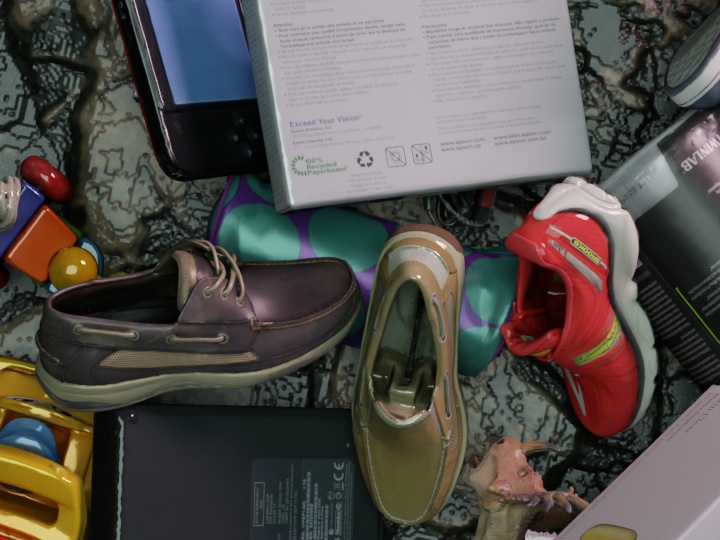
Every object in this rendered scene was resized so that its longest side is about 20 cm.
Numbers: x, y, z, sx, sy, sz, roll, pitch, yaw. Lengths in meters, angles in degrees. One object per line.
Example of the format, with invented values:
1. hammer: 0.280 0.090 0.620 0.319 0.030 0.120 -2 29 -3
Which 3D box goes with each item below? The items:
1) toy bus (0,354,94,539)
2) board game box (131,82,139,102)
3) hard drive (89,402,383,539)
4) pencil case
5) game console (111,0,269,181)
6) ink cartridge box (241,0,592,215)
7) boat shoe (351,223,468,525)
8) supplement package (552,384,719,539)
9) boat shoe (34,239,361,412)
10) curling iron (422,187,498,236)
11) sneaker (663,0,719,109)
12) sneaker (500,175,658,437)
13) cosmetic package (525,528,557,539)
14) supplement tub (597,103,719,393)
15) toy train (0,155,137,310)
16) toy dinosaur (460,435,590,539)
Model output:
1. toy bus: -0.215 0.153 1.666 0.135 0.192 0.200 17 86 1
2. board game box: -0.069 -0.201 1.759 0.135 0.034 0.201 5 87 0
3. hard drive: -0.073 0.152 1.689 0.200 0.033 0.140 4 87 -38
4. pencil case: 0.000 0.000 1.728 0.200 0.085 0.093 17 51 1
5. game console: -0.054 -0.168 1.678 0.119 0.172 0.200 -19 84 35
6. ink cartridge box: 0.030 -0.143 1.668 0.199 0.041 0.201 -7 87 -18
7. boat shoe: 0.025 0.075 1.664 0.071 0.076 0.200 2 118 9
8. supplement package: 0.207 0.191 1.617 0.200 0.111 0.156 -42 111 -20
9. boat shoe: -0.093 0.025 1.629 0.200 0.075 0.073 -16 133 -15
10. curling iron: 0.085 -0.111 1.732 0.050 0.026 0.200 33 65 -23
11. sneaker: 0.272 -0.117 1.697 0.146 0.202 0.077 46 129 -3
12. sneaker: 0.123 0.031 1.689 0.085 0.200 0.077 -37 46 -23
13. cosmetic package: 0.184 0.183 1.740 0.199 0.051 0.083 -10 87 -1
14. supplement tub: 0.232 0.005 1.712 0.122 0.123 0.200 -38 89 -2
15. toy train: -0.176 -0.004 1.670 0.116 0.200 0.085 37 87 -4
16. toy dinosaur: 0.122 0.203 1.675 0.136 0.086 0.200 -45 95 -8
